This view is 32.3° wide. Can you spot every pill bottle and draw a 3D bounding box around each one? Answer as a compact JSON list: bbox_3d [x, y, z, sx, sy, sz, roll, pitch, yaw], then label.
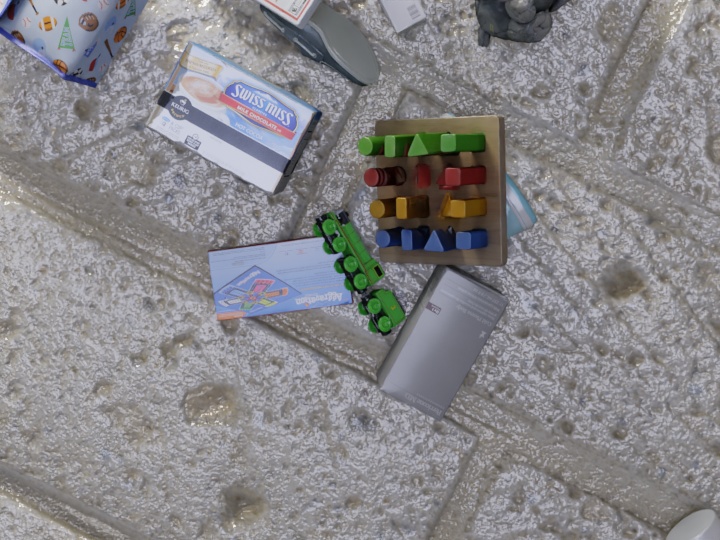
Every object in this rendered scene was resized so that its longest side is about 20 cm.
[{"bbox_3d":[0.526,0.444,1.770,0.113,0.113,0.200,-36,94,7],"label":"pill bottle"}]

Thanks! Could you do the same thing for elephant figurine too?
[{"bbox_3d":[0.250,-0.402,1.672,0.200,0.155,0.142,-44,131,-18],"label":"elephant figurine"}]

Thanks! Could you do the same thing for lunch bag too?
[{"bbox_3d":[-0.419,-0.377,1.707,0.200,0.124,0.170,37,98,12],"label":"lunch bag"}]

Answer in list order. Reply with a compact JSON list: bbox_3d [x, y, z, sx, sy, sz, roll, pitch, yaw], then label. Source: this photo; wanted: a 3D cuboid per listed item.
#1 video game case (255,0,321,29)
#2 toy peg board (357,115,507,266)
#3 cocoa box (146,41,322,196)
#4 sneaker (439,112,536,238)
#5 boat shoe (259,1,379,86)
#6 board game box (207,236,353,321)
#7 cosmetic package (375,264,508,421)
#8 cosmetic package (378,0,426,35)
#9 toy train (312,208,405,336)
[{"bbox_3d":[-0.112,-0.431,1.683,0.200,0.017,0.143,36,95,26],"label":"video game case"},{"bbox_3d":[0.086,-0.105,1.677,0.199,0.098,0.201,2,97,36],"label":"toy peg board"},{"bbox_3d":[-0.169,-0.208,1.707,0.199,0.133,0.132,29,97,-2],"label":"cocoa box"},{"bbox_3d":[0.140,-0.110,1.734,0.130,0.080,0.200,-37,93,5],"label":"sneaker"},{"bbox_3d":[-0.058,-0.326,1.734,0.200,0.073,0.062,42,138,-9],"label":"boat shoe"},{"bbox_3d":[-0.115,0.009,1.791,0.199,0.019,0.104,-7,96,3],"label":"board game box"},{"bbox_3d":[0.113,0.098,1.756,0.106,0.090,0.201,26,96,-7],"label":"cosmetic package"},{"bbox_3d":[0.024,-0.421,1.697,0.050,0.083,0.201,-27,95,8],"label":"cosmetic package"},{"bbox_3d":[0.000,0.000,1.762,0.056,0.042,0.201,-35,103,-29],"label":"toy train"}]
